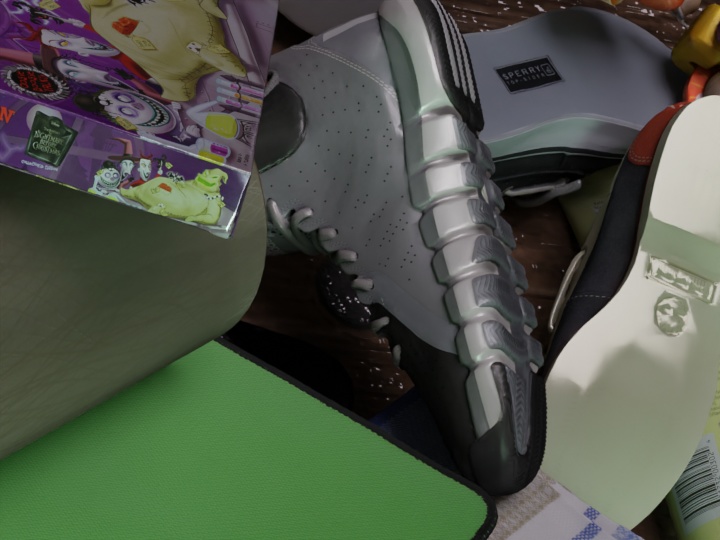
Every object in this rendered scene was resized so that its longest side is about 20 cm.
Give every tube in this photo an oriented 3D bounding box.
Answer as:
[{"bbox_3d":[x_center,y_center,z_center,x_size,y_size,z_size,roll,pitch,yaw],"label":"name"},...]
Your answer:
[{"bbox_3d":[0.142,0.035,1.097,0.058,0.052,0.201,4,57,-28],"label":"tube"}]

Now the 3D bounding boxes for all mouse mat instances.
[{"bbox_3d":[-0.070,0.081,0.883,0.199,0.008,0.161,28,47,17],"label":"mouse mat"}]

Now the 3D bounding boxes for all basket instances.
[{"bbox_3d":[-0.137,0.000,0.840,0.199,0.181,0.136,-24,62,-42],"label":"basket"}]

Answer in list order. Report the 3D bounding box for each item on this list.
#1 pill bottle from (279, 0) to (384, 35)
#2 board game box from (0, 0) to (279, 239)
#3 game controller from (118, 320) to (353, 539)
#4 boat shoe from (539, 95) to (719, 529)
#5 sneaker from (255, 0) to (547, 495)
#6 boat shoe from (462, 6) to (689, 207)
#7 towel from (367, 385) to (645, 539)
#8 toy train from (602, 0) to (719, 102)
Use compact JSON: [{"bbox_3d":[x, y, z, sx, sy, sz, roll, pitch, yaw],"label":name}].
[{"bbox_3d":[0.019,-0.193,1.141,0.111,0.111,0.201,31,46,-11],"label":"pill bottle"},{"bbox_3d":[-0.087,-0.082,0.843,0.119,0.032,0.200,14,27,-6],"label":"board game box"},{"bbox_3d":[-0.076,0.087,0.901,0.104,0.042,0.200,10,44,17],"label":"game controller"},{"bbox_3d":[0.110,0.023,1.055,0.071,0.063,0.201,25,76,-16],"label":"boat shoe"},{"bbox_3d":[0.000,0.000,0.983,0.075,0.115,0.201,42,35,-65],"label":"sneaker"},{"bbox_3d":[0.070,-0.061,1.109,0.199,0.068,0.074,-17,68,-47],"label":"boat shoe"},{"bbox_3d":[0.049,0.130,0.918,0.200,0.024,0.147,35,47,25],"label":"towel"},{"bbox_3d":[0.167,-0.086,1.073,0.199,0.150,0.056,32,79,26],"label":"toy train"}]
